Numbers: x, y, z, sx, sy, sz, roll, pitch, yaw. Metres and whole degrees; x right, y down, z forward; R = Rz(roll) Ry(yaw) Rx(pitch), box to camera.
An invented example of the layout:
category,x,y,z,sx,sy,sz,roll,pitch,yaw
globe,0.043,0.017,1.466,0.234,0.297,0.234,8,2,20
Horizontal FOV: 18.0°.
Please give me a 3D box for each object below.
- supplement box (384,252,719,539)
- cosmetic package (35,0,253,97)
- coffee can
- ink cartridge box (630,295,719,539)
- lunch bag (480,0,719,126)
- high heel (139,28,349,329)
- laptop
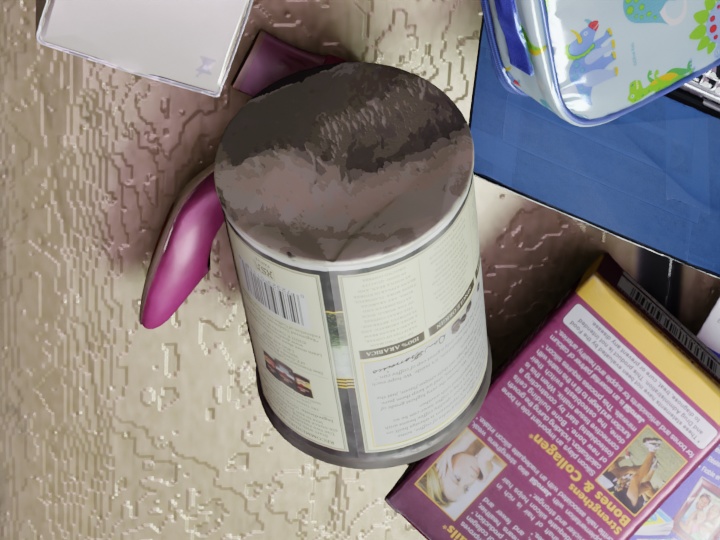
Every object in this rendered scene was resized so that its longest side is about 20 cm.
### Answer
category,x,y,z,sx,sy,sz,roll,pitch,yaw
supplement box,0.132,0.108,1.432,0.131,0.103,0.200,43,103,2
cosmetic package,-0.120,-0.173,1.232,0.103,0.200,0.073,16,111,-16
coffee can,0.000,0.000,1.319,0.145,0.147,0.200,-12,142,-4
ink cartridge box,0.271,0.136,1.497,0.197,0.047,0.201,30,103,-3
lunch bag,0.135,-0.191,1.251,0.160,0.082,0.201,-29,126,-19
high heel,-0.060,-0.040,1.372,0.096,0.067,0.201,25,105,-8
laptop,0.175,-0.132,1.347,0.186,0.116,0.201,21,109,-18
